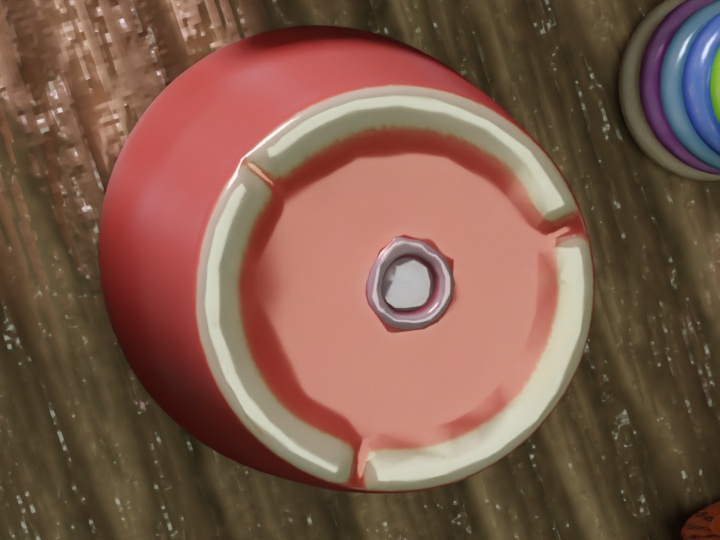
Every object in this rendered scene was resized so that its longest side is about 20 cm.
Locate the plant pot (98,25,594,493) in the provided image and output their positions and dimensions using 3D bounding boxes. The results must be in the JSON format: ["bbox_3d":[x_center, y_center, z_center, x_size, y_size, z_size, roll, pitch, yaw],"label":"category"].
[{"bbox_3d":[0.000,0.000,0.715,0.200,0.177,0.201,-1,94,-10],"label":"plant pot"}]

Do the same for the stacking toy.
[{"bbox_3d":[0.169,-0.076,0.723,0.085,0.200,0.086,-1,94,-9],"label":"stacking toy"}]

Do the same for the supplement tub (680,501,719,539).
[{"bbox_3d":[0.204,0.198,0.790,0.122,0.123,0.200,-13,96,-8],"label":"supplement tub"}]
